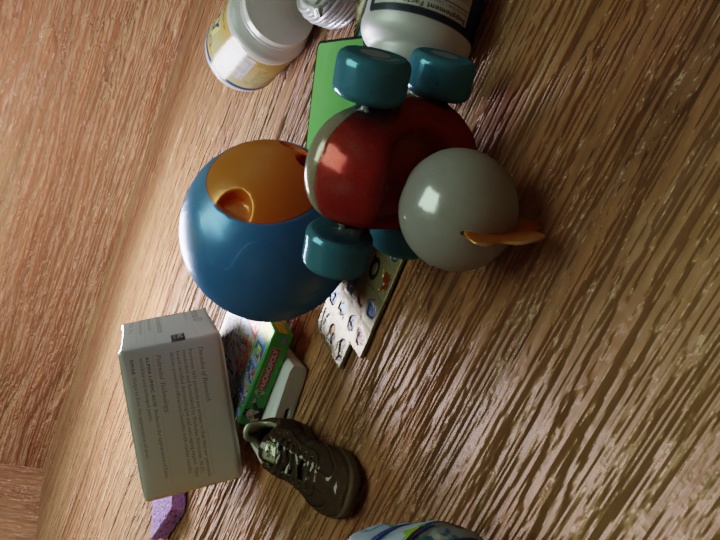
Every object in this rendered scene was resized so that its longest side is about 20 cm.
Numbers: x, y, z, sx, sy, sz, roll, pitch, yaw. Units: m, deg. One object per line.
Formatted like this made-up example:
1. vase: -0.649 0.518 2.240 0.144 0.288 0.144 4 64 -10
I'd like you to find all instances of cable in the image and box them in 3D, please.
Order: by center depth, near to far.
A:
1. cable: -0.029 -0.458 1.055 0.203 0.068 0.200 -69 26 11

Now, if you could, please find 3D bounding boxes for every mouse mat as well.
1. mouse mat: -0.037 -0.230 0.974 0.200 0.007 0.164 -143 59 -65

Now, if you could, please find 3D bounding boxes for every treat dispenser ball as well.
1. treat dispenser ball: -0.103 -0.044 0.812 0.201 0.198 0.204 -40 42 49

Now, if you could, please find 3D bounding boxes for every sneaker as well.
1. sneaker: -0.070 0.208 0.766 0.199 0.075 0.072 7 83 64

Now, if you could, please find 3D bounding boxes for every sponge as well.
1. sponge: -0.339 0.358 1.278 0.112 0.029 0.202 -55 32 36

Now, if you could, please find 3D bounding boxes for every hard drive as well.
1. hard drive: -0.132 0.155 0.976 0.200 0.026 0.134 34 107 63

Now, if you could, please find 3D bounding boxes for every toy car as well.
1. toy car: 0.072 -0.062 0.589 0.199 0.175 0.187 33 122 33

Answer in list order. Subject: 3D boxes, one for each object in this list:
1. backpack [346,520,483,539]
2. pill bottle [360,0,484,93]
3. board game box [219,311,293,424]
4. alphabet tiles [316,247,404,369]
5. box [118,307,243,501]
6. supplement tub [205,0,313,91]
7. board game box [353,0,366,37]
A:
1. backpack: 0.035 0.265 0.456 0.153 0.162 0.202 -36 38 39
2. pill bottle: 0.064 -0.266 0.708 0.115 0.114 0.203 16 91 64
3. board game box: -0.150 0.096 0.983 0.136 0.029 0.200 -68 27 16
4. alphabet tiles: 0.000 0.000 0.818 0.203 0.006 0.167 -67 27 16
5. box: -0.251 0.174 0.993 0.199 0.129 0.204 -161 63 -71
6. supplement tub: -0.172 -0.404 1.225 0.199 0.142 0.147 -16 62 60
7. board game box: 0.047 -0.328 0.875 0.199 0.028 0.138 -25 55 58
